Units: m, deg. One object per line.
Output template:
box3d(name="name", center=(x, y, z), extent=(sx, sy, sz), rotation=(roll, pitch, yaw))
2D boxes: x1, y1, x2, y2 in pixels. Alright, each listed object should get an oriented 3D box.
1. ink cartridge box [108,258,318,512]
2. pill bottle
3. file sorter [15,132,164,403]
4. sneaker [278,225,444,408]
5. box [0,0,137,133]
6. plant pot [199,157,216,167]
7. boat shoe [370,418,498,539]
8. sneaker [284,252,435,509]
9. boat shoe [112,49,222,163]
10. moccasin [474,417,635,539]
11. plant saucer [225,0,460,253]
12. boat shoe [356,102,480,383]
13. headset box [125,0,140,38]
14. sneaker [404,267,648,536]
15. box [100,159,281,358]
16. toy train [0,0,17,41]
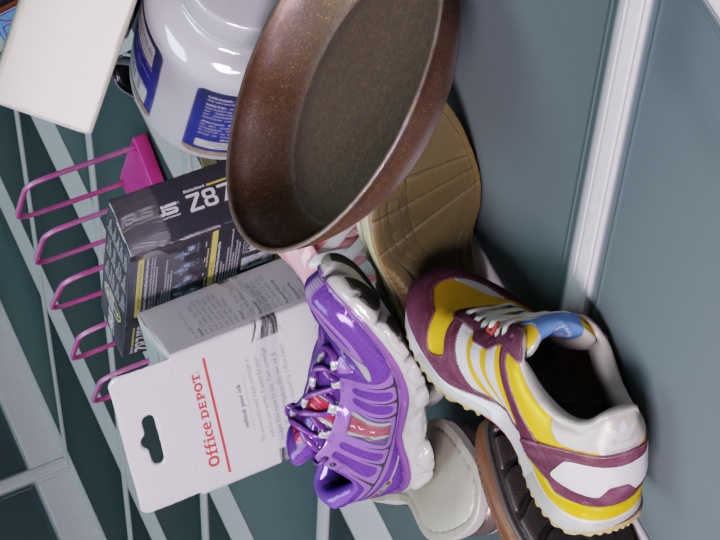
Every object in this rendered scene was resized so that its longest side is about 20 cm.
box3d(name="ink cartridge box", center=(-0.075, 0.068, 1.634), extent=(0.068, 0.199, 0.117), rotation=(-132, 26, -54))
box3d(name="pill bottle", center=(-0.077, -0.153, 1.506), extent=(0.200, 0.119, 0.121), rotation=(123, 125, -72))
box3d(name="file sorter", center=(-0.221, 0.005, 2.232), extent=(0.139, 0.125, 0.201), rotation=(130, 119, -73))
box3d(name="sneaker", center=(0.000, 0.000, 1.518), extent=(0.201, 0.075, 0.105), rotation=(63, 170, -5))
box3d(name="box", center=(-0.159, -0.191, 1.461), extent=(0.082, 0.068, 0.201), rotation=(-99, 29, -71))
box3d(name="plant pot", center=(-0.097, -0.117, 1.814), extent=(0.201, 0.027, 0.201), rotation=(90, 154, -53))
box3d(name="boat shoe", center=(0.059, 0.129, 1.512), extent=(0.200, 0.059, 0.073), rotation=(-177, 98, -73))
box3d(name="sneaker", center=(-0.007, 0.075, 1.409), extent=(0.081, 0.083, 0.201), rotation=(55, 164, 40))
box3d(name="boat shoe", center=(-0.121, -0.109, 1.734), extent=(0.200, 0.062, 0.073), rotation=(-130, 24, -51))
box3d(name="moccasin", center=(0.120, 0.167, 1.333), extent=(0.202, 0.073, 0.078), rotation=(57, 155, 10))
box3d(name="plant saucer", center=(-0.003, -0.099, 1.306), extent=(0.200, 0.036, 0.202), rotation=(-39, 40, 43))
box3d(name="boat shoe", center=(0.030, -0.026, 1.391), extent=(0.063, 0.073, 0.202), rotation=(46, 160, 47))
box3d(name="headset box", center=(-0.171, -0.257, 1.587), extent=(0.201, 0.074, 0.150), rotation=(-77, -10, -49))
box3d(name="sneaker", center=(0.090, 0.043, 1.283), extent=(0.200, 0.074, 0.091), rotation=(48, 147, 40))
box3d(name="box", center=(-0.093, -0.015, 1.671), extent=(0.200, 0.160, 0.049), rotation=(106, 141, -68))
box3d(name="toy train", center=(-0.262, -0.241, 1.923), extent=(0.087, 0.199, 0.115), rotation=(55, 171, 41))
